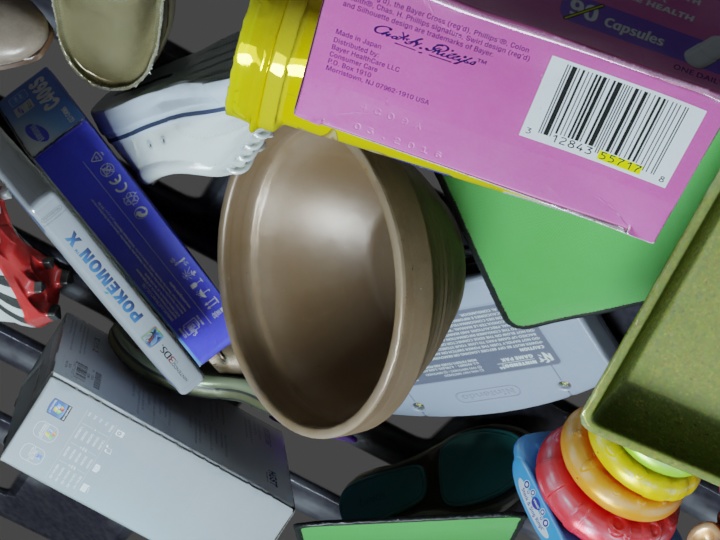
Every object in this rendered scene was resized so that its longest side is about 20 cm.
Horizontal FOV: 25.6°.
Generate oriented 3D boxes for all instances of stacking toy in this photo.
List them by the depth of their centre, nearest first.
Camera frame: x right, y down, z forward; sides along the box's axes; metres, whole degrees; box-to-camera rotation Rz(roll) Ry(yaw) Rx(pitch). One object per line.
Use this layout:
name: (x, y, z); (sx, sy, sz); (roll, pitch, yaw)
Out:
stacking toy: (0.196, 0.104, 1.040); (0.110, 0.116, 0.200); (0, 140, -33)

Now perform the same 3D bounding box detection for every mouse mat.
mouse mat: (0.159, -0.037, 0.945); (0.200, 0.008, 0.161); (-14, 130, 17)
mouse mat: (0.035, 0.197, 1.166); (0.161, 0.008, 0.200); (-3, 162, 0)

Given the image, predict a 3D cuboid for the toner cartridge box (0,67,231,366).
toner cartridge box: (-0.154, -0.033, 1.039); (0.043, 0.095, 0.200); (-38, 126, -5)

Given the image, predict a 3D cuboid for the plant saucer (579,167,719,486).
plant saucer: (0.254, 0.036, 0.928); (0.200, 0.048, 0.200); (23, 107, -12)

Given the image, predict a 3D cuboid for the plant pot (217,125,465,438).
plant pot: (0.000, 0.000, 0.982); (0.093, 0.201, 0.201); (-4, 155, -35)

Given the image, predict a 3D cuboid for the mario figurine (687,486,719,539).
mario figurine: (0.279, 0.161, 1.016); (0.123, 0.106, 0.200); (30, 108, 22)

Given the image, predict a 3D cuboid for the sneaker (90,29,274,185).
sneaker: (-0.077, -0.097, 0.952); (0.200, 0.073, 0.071); (-8, 123, 46)

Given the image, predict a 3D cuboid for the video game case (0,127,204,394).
video game case: (-0.191, -0.026, 1.017); (0.200, 0.022, 0.182); (41, 168, 48)

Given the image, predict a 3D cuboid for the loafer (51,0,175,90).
loafer: (-0.145, -0.171, 0.900); (0.076, 0.067, 0.200); (17, 140, 3)

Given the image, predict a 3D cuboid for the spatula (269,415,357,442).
spatula: (0.021, 0.108, 1.185); (0.200, 0.021, 0.057); (-13, 153, 28)

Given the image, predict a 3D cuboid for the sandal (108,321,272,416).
sandal: (-0.087, 0.064, 1.154); (0.201, 0.080, 0.057); (14, 101, 17)

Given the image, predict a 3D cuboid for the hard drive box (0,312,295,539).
hard drive box: (-0.154, 0.129, 1.174); (0.200, 0.156, 0.077); (31, 99, -12)

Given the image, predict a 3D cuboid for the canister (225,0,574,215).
canister: (0.047, -0.116, 0.825); (0.200, 0.149, 0.087); (17, 140, 0)

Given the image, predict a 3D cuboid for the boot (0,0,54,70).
boot: (-0.289, -0.190, 0.922); (0.200, 0.070, 0.146); (13, 153, 23)

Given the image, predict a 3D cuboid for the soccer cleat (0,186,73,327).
soccer cleat: (-0.279, -0.028, 1.122); (0.085, 0.069, 0.200); (-4, 140, 20)

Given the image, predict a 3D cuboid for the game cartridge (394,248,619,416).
game cartridge: (0.071, 0.045, 1.086); (0.200, 0.042, 0.133); (-11, 136, 32)

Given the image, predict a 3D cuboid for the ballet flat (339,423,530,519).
ballet flat: (0.071, 0.164, 1.208); (0.200, 0.070, 0.069); (-19, 127, 40)

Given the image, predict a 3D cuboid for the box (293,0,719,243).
box: (0.087, -0.139, 0.737); (0.176, 0.200, 0.097); (20, 140, 1)
